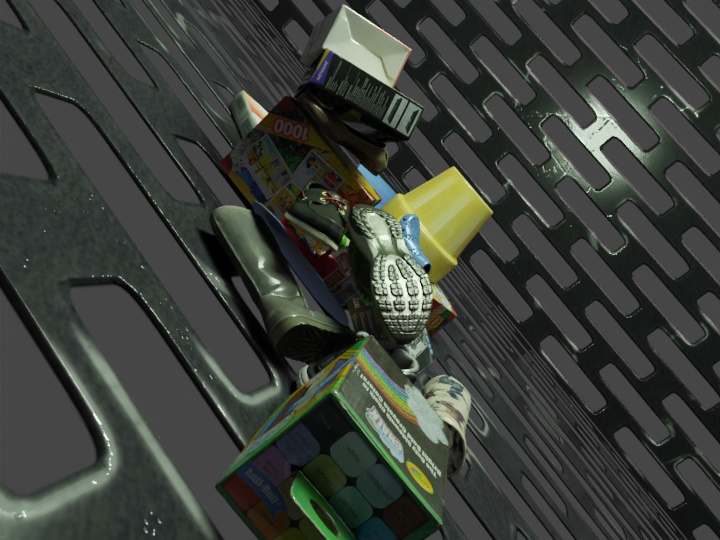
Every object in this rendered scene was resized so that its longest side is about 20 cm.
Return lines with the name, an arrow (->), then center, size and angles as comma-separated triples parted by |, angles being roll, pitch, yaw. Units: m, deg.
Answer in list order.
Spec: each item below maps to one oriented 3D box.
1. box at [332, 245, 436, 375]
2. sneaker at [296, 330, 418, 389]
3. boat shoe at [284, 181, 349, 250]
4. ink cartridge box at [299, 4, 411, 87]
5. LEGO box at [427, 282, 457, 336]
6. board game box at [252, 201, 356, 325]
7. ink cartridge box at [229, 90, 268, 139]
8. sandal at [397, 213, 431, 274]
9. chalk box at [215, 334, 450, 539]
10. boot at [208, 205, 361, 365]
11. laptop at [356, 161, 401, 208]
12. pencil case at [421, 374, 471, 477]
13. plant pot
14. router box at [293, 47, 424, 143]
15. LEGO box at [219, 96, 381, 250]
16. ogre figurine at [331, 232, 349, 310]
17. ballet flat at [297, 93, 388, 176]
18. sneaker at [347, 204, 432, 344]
box -> 0.038, 0.055, 0.864 | 0.157, 0.049, 0.202 | -12, 86, -66
sneaker -> 0.032, 0.149, 0.654 | 0.200, 0.114, 0.076 | 44, 15, -24
boat shoe -> -0.051, -0.074, 0.759 | 0.073, 0.063, 0.201 | 35, 6, -15
ink cartridge box -> -0.018, -0.322, 0.903 | 0.116, 0.068, 0.200 | 25, 5, -20
LEGO box -> 0.098, 0.023, 1.264 | 0.149, 0.077, 0.201 | 34, 21, -47
board game box -> -0.066, -0.019, 0.785 | 0.201, 0.039, 0.158 | 55, -12, -11
ink cartridge box -> -0.168, -0.257, 1.225 | 0.199, 0.050, 0.163 | 32, 23, -44
sandal -> 0.097, -0.010, 1.122 | 0.079, 0.086, 0.202 | 18, 72, -50
chalk box -> -0.016, 0.157, 0.472 | 0.125, 0.124, 0.200 | 50, 15, 0
boot -> -0.089, 0.025, 0.725 | 0.200, 0.073, 0.182 | 49, 3, 36
laptop -> 0.045, -0.166, 1.536 | 0.177, 0.103, 0.201 | 42, 16, -28
pencil case -> 0.109, 0.209, 0.819 | 0.077, 0.090, 0.200 | 22, 11, 9
plant pot -> 0.165, -0.109, 1.264 | 0.201, 0.189, 0.201 | 45, 14, -15
router box -> -0.010, -0.249, 0.885 | 0.156, 0.053, 0.200 | 26, 4, -16
LEGO box -> -0.089, -0.134, 0.910 | 0.200, 0.149, 0.077 | 50, 14, 4
ogre figurine -> 0.000, 0.000, 0.979 | 0.120, 0.098, 0.200 | 36, 15, -26
ballet flat -> -0.017, -0.201, 0.866 | 0.200, 0.046, 0.068 | 32, 21, -48
sneaker -> 0.025, 0.015, 0.704 | 0.076, 0.089, 0.201 | 5, 44, -20
